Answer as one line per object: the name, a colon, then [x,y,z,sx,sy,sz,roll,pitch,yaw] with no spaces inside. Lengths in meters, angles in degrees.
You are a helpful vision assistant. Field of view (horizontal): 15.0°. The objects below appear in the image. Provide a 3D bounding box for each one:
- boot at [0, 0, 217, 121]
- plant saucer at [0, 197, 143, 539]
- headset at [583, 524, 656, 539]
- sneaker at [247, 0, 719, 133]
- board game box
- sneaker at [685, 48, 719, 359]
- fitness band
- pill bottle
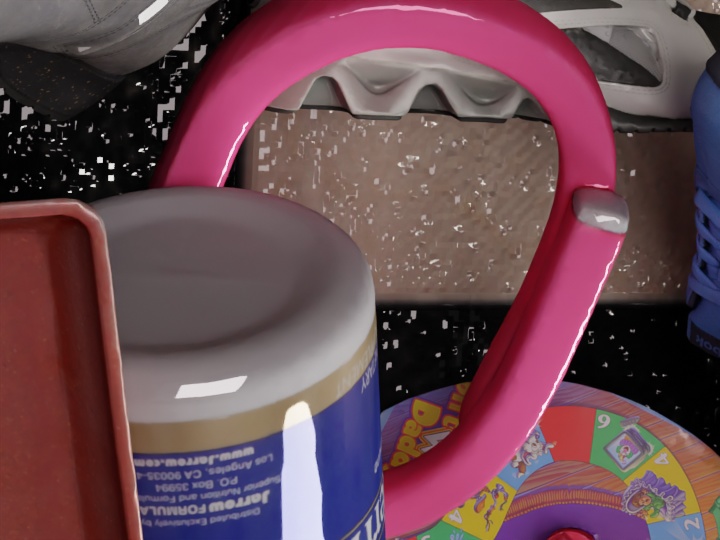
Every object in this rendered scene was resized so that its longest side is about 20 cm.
boot: [-0.070,-0.105,0.738,0.131,0.200,0.070,-26,81,17]
plant saucer: [-0.157,0.072,0.738,0.199,0.037,0.200,-5,115,-1]
headset: [0.118,0.175,0.967,0.123,0.094,0.200,-43,94,-1]
sneaker: [0.063,-0.092,0.889,0.199,0.074,0.089,2,100,-19]
board game box: [0.049,0.134,0.905,0.158,0.039,0.200,27,90,6]
sneaker: [0.137,-0.003,0.890,0.078,0.066,0.200,-38,149,4]
fitness band: [0.000,0.000,0.862,0.143,0.037,0.200,17,118,-12]
pill bottle: [-0.049,0.086,0.829,0.115,0.116,0.201,-12,122,-16]
